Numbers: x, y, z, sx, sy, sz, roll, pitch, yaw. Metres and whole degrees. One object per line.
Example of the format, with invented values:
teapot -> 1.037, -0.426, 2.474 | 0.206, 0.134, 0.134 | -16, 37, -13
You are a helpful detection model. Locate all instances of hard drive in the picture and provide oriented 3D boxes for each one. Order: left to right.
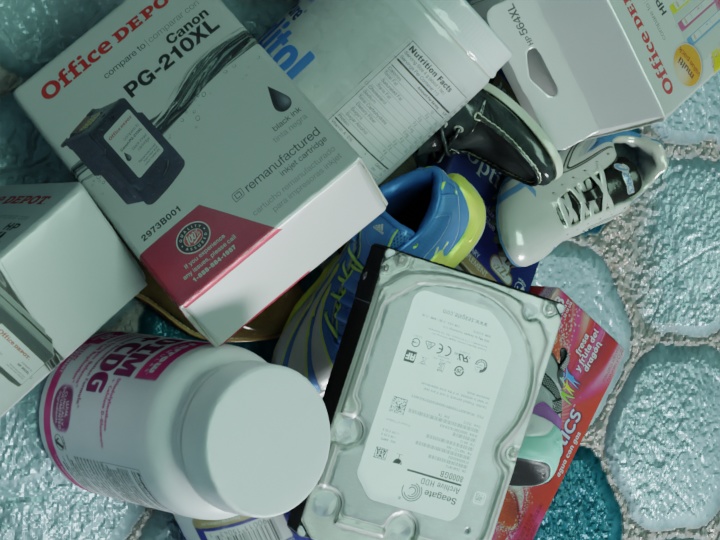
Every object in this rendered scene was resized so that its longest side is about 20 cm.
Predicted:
hard drive -> 0.044, 0.096, 1.329 | 0.140, 0.038, 0.200 | 18, 91, -19

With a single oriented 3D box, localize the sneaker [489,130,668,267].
sneaker -> 0.166, -0.061, 1.512 | 0.200, 0.072, 0.072 | -34, 107, -46

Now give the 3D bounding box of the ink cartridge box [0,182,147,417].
ink cartridge box -> -0.252, 0.036, 1.218 | 0.200, 0.145, 0.084 | -44, 116, -28

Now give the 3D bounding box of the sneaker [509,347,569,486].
sneaker -> 0.058, 0.082, 1.449 | 0.078, 0.200, 0.140 | 68, 31, -56

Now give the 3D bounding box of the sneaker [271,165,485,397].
sneaker -> 0.000, 0.000, 1.377 | 0.200, 0.076, 0.105 | -49, 154, -5

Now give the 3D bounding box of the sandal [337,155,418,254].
sandal -> 0.017, -0.001, 1.480 | 0.082, 0.055, 0.200 | 12, 85, -37

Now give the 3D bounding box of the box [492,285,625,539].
box -> 0.104, 0.116, 1.523 | 0.095, 0.100, 0.200 | 40, 69, -31

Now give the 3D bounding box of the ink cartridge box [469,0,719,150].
ink cartridge box -> 0.190, -0.186, 1.446 | 0.200, 0.125, 0.129 | -42, 110, -36

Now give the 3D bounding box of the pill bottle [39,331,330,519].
pill bottle -> -0.115, 0.101, 1.291 | 0.113, 0.200, 0.114 | -2, 93, -38

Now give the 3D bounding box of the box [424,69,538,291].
box -> 0.105, -0.072, 1.526 | 0.121, 0.032, 0.200 | 45, 49, -30

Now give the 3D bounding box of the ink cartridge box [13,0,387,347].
ink cartridge box -> -0.103, -0.077, 1.256 | 0.145, 0.200, 0.084 | -40, 155, -3

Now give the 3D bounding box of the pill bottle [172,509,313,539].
pill bottle -> -0.047, 0.212, 1.400 | 0.120, 0.120, 0.200 | -35, 113, -31

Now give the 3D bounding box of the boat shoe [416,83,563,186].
boat shoe -> 0.054, -0.114, 1.443 | 0.199, 0.075, 0.066 | 41, 67, 10

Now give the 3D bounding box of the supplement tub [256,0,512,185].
supplement tub -> -0.010, -0.126, 1.359 | 0.200, 0.132, 0.132 | -44, 121, 6

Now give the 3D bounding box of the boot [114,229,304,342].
boot -> -0.104, 0.005, 1.375 | 0.200, 0.075, 0.074 | 21, 75, -40
